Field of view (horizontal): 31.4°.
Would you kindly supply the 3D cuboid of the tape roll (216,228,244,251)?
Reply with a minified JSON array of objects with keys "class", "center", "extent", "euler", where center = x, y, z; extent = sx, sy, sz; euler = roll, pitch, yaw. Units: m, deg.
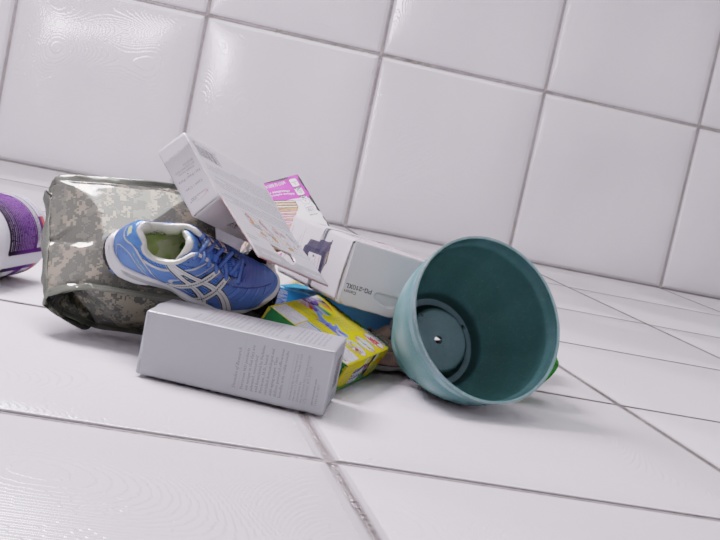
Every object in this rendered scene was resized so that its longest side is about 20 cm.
[{"class":"tape roll","center":[-0.242,-0.029,1.760],"extent":[0.200,0.066,0.200],"euler":[-19,-4,-2]}]

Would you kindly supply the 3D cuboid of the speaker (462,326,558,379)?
[{"class":"speaker","center":[0.172,0.064,1.669],"extent":[0.088,0.088,0.200],"euler":[3,46,-54]}]

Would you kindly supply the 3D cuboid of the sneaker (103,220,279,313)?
[{"class":"sneaker","center":[-0.179,-0.004,1.411],"extent":[0.200,0.076,0.077],"euler":[14,-25,-24]}]

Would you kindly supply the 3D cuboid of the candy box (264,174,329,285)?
[{"class":"candy box","center":[-0.111,-0.038,1.882],"extent":[0.136,0.061,0.200],"euler":[-17,60,-27]}]

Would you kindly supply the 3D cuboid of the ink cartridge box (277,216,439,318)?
[{"class":"ink cartridge box","center":[0.000,0.000,1.671],"extent":[0.145,0.084,0.200],"euler":[16,4,-27]}]

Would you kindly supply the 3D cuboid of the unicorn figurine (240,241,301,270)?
[{"class":"unicorn figurine","center":[-0.143,0.012,1.692],"extent":[0.074,0.137,0.200],"euler":[12,7,-13]}]

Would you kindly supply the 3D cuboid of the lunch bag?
[{"class":"lunch bag","center":[-0.276,-0.017,1.495],"extent":[0.200,0.164,0.118],"euler":[10,-32,-23]}]

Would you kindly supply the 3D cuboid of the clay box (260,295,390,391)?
[{"class":"clay box","center":[-0.041,0.084,1.510],"extent":[0.115,0.048,0.200],"euler":[37,11,12]}]

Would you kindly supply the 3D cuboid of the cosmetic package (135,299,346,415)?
[{"class":"cosmetic package","center":[-0.123,0.089,1.349],"extent":[0.200,0.071,0.101],"euler":[13,6,5]}]

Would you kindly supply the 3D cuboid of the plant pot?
[{"class":"plant pot","center":[0.118,0.072,1.537],"extent":[0.200,0.200,0.134],"euler":[9,-19,-26]}]

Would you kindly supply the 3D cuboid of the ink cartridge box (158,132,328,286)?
[{"class":"ink cartridge box","center":[-0.132,-0.055,1.471],"extent":[0.176,0.045,0.200],"euler":[58,12,20]}]

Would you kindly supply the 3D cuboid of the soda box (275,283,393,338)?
[{"class":"soda box","center":[-0.020,0.071,1.734],"extent":[0.200,0.064,0.068],"euler":[15,7,21]}]

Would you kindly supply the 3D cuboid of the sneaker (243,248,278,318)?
[{"class":"sneaker","center":[-0.138,0.035,1.540],"extent":[0.075,0.079,0.200],"euler":[44,11,-31]}]

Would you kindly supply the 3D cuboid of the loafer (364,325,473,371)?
[{"class":"loafer","center":[0.045,0.097,1.632],"extent":[0.200,0.063,0.072],"euler":[12,6,-3]}]

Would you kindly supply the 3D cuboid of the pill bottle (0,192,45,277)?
[{"class":"pill bottle","center":[-0.486,-0.042,1.639],"extent":[0.111,0.112,0.200],"euler":[13,6,7]}]
